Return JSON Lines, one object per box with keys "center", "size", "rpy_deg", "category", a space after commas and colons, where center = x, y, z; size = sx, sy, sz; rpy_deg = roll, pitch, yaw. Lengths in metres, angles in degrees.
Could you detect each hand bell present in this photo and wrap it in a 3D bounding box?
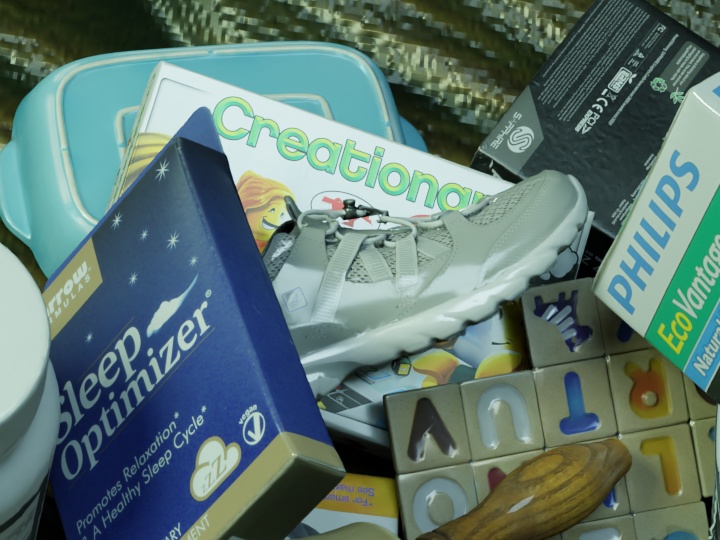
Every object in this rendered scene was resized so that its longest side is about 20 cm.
{"center": [0.034, 0.112, 1.189], "size": [0.200, 0.104, 0.104], "rpy_deg": [-24, 67, -37], "category": "hand bell"}

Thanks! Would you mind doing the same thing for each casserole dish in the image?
{"center": [-0.061, -0.050, 1.323], "size": [0.199, 0.039, 0.122], "rpy_deg": [-5, 61, -15], "category": "casserole dish"}

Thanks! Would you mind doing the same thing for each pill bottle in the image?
{"center": [-0.172, 0.070, 1.130], "size": [0.113, 0.200, 0.114], "rpy_deg": [6, 58, -9], "category": "pill bottle"}

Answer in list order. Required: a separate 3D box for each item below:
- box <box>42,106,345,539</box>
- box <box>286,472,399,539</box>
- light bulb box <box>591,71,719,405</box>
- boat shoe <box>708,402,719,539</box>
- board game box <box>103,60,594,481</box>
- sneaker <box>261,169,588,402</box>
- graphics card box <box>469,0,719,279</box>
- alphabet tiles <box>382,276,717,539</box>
{"center": [-0.079, 0.037, 1.152], "size": [0.032, 0.121, 0.200], "rpy_deg": [21, 34, -37], "category": "box"}
{"center": [-0.048, 0.171, 1.194], "size": [0.118, 0.042, 0.201], "rpy_deg": [7, 56, -9], "category": "box"}
{"center": [0.239, -0.007, 1.213], "size": [0.200, 0.125, 0.198], "rpy_deg": [42, 48, 19], "category": "light bulb box"}
{"center": [0.167, 0.133, 1.232], "size": [0.072, 0.068, 0.201], "rpy_deg": [4, 70, -38], "category": "boat shoe"}
{"center": [-0.012, 0.004, 1.271], "size": [0.199, 0.035, 0.127], "rpy_deg": [18, 77, -8], "category": "board game box"}
{"center": [0.000, 0.000, 1.215], "size": [0.199, 0.075, 0.082], "rpy_deg": [-26, 89, -13], "category": "sneaker"}
{"center": [0.159, -0.029, 1.353], "size": [0.200, 0.051, 0.126], "rpy_deg": [34, 59, 7], "category": "graphics card box"}
{"center": [0.111, 0.085, 1.258], "size": [0.199, 0.008, 0.168], "rpy_deg": [-9, 88, -18], "category": "alphabet tiles"}
